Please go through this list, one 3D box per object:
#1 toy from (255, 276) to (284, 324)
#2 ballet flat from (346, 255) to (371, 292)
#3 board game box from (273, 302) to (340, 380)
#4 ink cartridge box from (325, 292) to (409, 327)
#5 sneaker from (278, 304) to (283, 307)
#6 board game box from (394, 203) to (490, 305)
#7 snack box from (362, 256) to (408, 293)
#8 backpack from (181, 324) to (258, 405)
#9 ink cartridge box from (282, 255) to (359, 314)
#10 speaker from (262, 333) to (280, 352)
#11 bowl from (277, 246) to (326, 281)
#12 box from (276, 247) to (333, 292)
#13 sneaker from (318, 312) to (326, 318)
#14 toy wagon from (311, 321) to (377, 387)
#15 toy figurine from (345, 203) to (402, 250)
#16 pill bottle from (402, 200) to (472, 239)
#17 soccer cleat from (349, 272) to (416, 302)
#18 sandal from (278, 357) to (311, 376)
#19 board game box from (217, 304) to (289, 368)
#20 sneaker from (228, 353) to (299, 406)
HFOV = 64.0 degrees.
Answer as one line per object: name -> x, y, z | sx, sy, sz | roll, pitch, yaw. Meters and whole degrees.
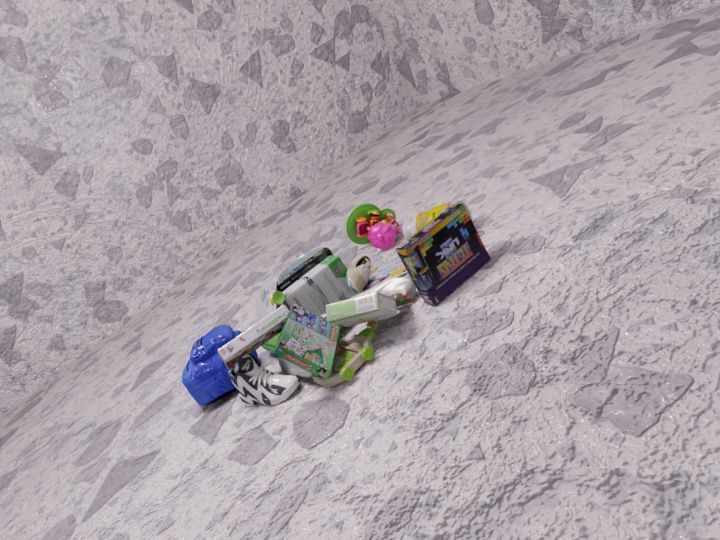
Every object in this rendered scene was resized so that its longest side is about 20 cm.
toy -> -0.254, 0.098, 1.636 | 0.047, 0.116, 0.200 | 5, -17, -22
ballet flat -> 0.000, 0.000, 1.634 | 0.062, 0.068, 0.200 | -39, 14, 14
board game box -> -0.121, 0.162, 1.360 | 0.029, 0.134, 0.200 | -57, 9, 24
ink cartridge box -> 0.025, 0.102, 1.418 | 0.144, 0.048, 0.200 | -16, -19, 25
sneaker -> -0.281, 0.106, 1.925 | 0.199, 0.084, 0.077 | -11, 29, 47
board game box -> 0.204, -0.040, 1.413 | 0.199, 0.166, 0.057 | -38, 19, -17
snack box -> 0.107, 0.009, 1.612 | 0.199, 0.053, 0.142 | -27, 18, 20
backpack -> -0.408, 0.264, 1.622 | 0.199, 0.168, 0.163 | -36, 13, 1
ink cartridge box -> -0.114, 0.073, 1.655 | 0.199, 0.147, 0.083 | -38, 16, -18
speaker -> -0.215, 0.192, 1.617 | 0.088, 0.089, 0.199 | -42, 21, -27
bowl -> -0.167, 0.020, 1.929 | 0.200, 0.106, 0.201 | -28, 20, 11
box -> -0.137, 0.051, 1.724 | 0.199, 0.160, 0.046 | -37, 17, -12
sneaker -> -0.094, 0.176, 1.513 | 0.198, 0.116, 0.076 | -9, -30, -25
toy wagon -> -0.026, 0.199, 1.382 | 0.200, 0.040, 0.155 | -41, 21, -25
toy figurine -> 0.075, -0.136, 1.962 | 0.198, 0.152, 0.184 | -13, 26, -22
pill bottle -> 0.223, -0.135, 1.708 | 0.199, 0.105, 0.104 | -14, 26, 43
soccer cleat -> 0.056, 0.062, 1.529 | 0.198, 0.069, 0.078 | -16, 51, 24
sandal -> -0.152, 0.219, 1.426 | 0.050, 0.083, 0.202 | -29, 2, -30
board game box -> -0.267, 0.170, 1.472 | 0.199, 0.035, 0.126 | -35, -11, -17
sneaker -> -0.252, 0.263, 1.433 | 0.198, 0.130, 0.080 | -14, 27, 42
